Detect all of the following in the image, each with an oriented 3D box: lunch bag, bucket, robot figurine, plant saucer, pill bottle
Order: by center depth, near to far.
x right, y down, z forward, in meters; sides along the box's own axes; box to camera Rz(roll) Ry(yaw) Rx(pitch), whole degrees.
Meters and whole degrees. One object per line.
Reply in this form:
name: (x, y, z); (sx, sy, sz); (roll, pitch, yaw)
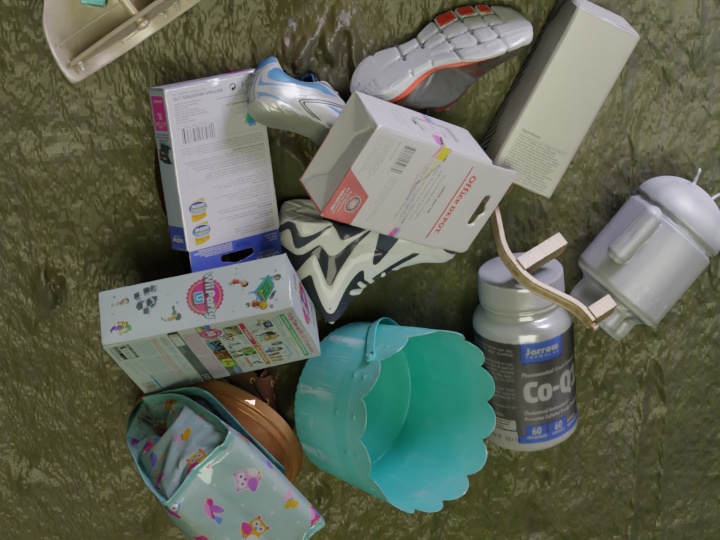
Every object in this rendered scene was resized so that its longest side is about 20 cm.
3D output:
lunch bag: (-0.153, 0.217, 1.722); (0.122, 0.200, 0.170); (-47, 119, -8)
bucket: (0.036, 0.152, 1.796); (0.206, 0.134, 0.209); (-10, 105, -40)
robot figurine: (0.318, -0.020, 1.797); (0.200, 0.113, 0.169); (-50, 156, 4)
plant saucer: (-0.163, 0.195, 1.828); (0.199, 0.038, 0.201); (14, 139, 12)
pill bottle: (0.183, 0.089, 1.838); (0.113, 0.114, 0.201); (-8, 116, -4)

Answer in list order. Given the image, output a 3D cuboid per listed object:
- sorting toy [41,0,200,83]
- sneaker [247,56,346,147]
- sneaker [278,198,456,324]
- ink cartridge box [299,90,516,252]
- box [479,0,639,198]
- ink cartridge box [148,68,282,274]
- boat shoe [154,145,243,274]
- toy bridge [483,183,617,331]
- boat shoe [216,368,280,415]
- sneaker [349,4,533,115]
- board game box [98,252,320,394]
sorting toy: (-0.241, -0.317, 1.608); (0.199, 0.107, 0.181); (-29, 100, 24)
sneaker: (-0.032, -0.160, 1.713); (0.199, 0.072, 0.073); (25, 68, -36)
sneaker: (0.000, 0.000, 1.795); (0.198, 0.080, 0.130); (3, 120, -14)
ink cartridge box: (0.052, -0.097, 1.697); (0.199, 0.068, 0.117); (15, 119, -38)
box: (0.207, -0.185, 1.739); (0.082, 0.068, 0.201); (23, 109, -17)
ink cartridge box: (-0.147, -0.099, 1.697); (0.119, 0.042, 0.202); (-16, 103, -36)
boat shoe: (-0.163, -0.063, 1.757); (0.072, 0.072, 0.201); (-24, 108, -29)
toy bridge: (0.190, -0.014, 1.757); (0.067, 0.200, 0.027); (-29, 161, -23)
boat shoe: (-0.122, 0.137, 1.843); (0.068, 0.072, 0.200); (-48, 124, -15)
sneaker: (0.088, -0.211, 1.724); (0.199, 0.077, 0.082); (-20, 143, 3)
board game box: (-0.153, 0.057, 1.704); (0.198, 0.065, 0.148); (-11, 156, 6)
